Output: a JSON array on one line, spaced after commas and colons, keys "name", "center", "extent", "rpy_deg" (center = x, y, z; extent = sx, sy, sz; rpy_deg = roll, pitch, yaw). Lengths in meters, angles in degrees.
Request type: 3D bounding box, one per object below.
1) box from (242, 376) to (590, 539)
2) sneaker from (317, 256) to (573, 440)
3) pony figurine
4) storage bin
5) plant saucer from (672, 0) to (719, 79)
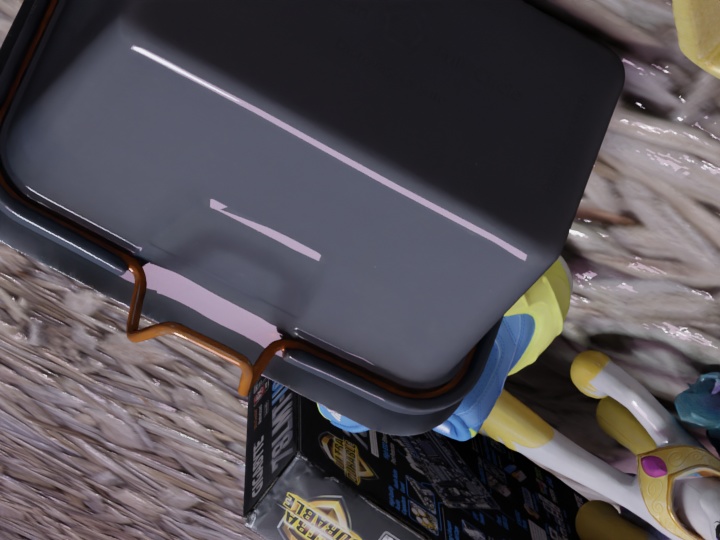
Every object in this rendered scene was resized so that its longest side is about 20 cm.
[{"name": "box", "center": [0.036, 0.114, 1.239], "extent": [0.198, 0.050, 0.200], "rpy_deg": [34, -165, -13]}, {"name": "sneaker", "center": [0.000, 0.000, 1.015], "extent": [0.200, 0.106, 0.076], "rpy_deg": [34, 162, -32]}, {"name": "pony figurine", "center": [0.157, 0.120, 1.142], "extent": [0.193, 0.167, 0.200], "rpy_deg": [47, 170, -38]}, {"name": "storage bin", "center": [-0.019, -0.042, 0.868], "extent": [0.199, 0.146, 0.134], "rpy_deg": [27, 155, -10]}, {"name": "plant saucer", "center": [0.165, -0.077, 0.600], "extent": [0.199, 0.049, 0.200], "rpy_deg": [20, 164, 18]}]
